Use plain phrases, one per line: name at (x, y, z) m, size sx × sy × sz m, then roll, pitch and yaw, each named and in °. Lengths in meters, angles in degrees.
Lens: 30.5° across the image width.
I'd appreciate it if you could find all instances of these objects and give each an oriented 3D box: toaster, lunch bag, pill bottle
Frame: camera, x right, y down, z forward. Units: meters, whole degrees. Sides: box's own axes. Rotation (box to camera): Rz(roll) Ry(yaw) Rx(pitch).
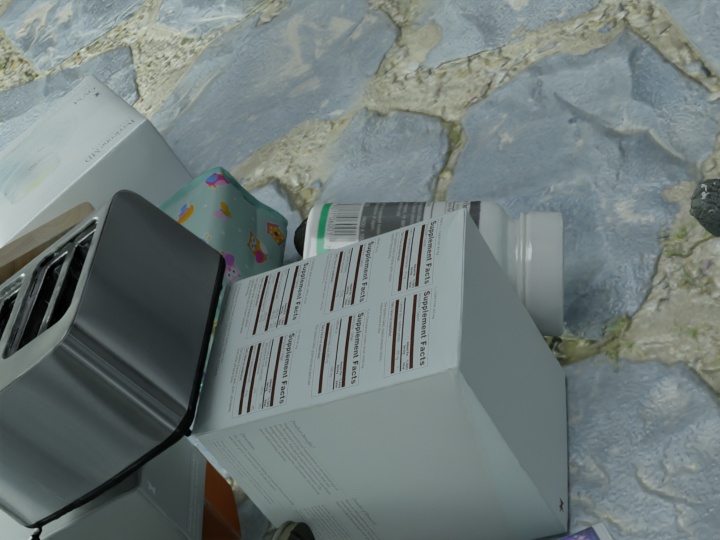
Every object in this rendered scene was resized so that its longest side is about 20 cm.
toaster at (-0.198, 0.068, 0.916) m, size 0.180 × 0.118 × 0.202 m, roll -33°, pitch 31°, yaw 29°
lunch bag at (-0.173, 0.027, 1.224) m, size 0.198 × 0.122 × 0.172 m, roll -27°, pitch 40°, yaw 30°
pill bottle at (0.059, 0.003, 1.030) m, size 0.196 × 0.114 × 0.114 m, roll 1°, pitch 46°, yaw 8°

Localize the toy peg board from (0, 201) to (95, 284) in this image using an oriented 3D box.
toy peg board at (-0.309, 0.071, 1.232) m, size 0.198 × 0.201 × 0.098 m, roll -33°, pitch 69°, yaw -30°

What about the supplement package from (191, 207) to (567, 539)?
supplement package at (0.022, 0.094, 0.940) m, size 0.197 × 0.192 × 0.148 m, roll -16°, pitch 41°, yaw 23°

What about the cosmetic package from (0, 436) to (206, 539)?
cosmetic package at (-0.217, 0.193, 0.995) m, size 0.198 × 0.091 × 0.107 m, roll -25°, pitch 32°, yaw 15°

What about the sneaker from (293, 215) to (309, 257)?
sneaker at (0.000, 0.000, 1.156) m, size 0.198 × 0.067 × 0.091 m, roll 13°, pitch 57°, yaw 42°

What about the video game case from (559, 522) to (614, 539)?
video game case at (0.093, 0.250, 0.827) m, size 0.197 × 0.018 × 0.144 m, roll -22°, pitch 38°, yaw -5°

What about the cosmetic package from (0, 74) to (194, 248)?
cosmetic package at (-0.303, -0.084, 1.427) m, size 0.199 × 0.123 × 0.200 m, roll -42°, pitch 36°, yaw -8°

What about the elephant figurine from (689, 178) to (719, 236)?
elephant figurine at (0.320, -0.002, 0.800) m, size 0.155 × 0.201 × 0.141 m, roll -40°, pitch 37°, yaw -6°

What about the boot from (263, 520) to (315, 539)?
boot at (-0.141, 0.248, 0.916) m, size 0.197 × 0.073 × 0.183 m, roll -1°, pitch 46°, yaw 30°

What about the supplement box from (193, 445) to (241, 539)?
supplement box at (-0.198, 0.228, 1.076) m, size 0.198 × 0.067 × 0.069 m, roll -32°, pitch 38°, yaw 5°
